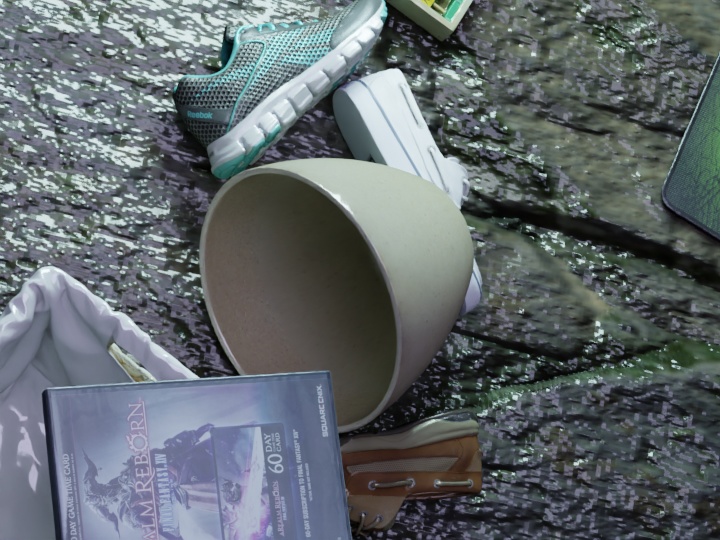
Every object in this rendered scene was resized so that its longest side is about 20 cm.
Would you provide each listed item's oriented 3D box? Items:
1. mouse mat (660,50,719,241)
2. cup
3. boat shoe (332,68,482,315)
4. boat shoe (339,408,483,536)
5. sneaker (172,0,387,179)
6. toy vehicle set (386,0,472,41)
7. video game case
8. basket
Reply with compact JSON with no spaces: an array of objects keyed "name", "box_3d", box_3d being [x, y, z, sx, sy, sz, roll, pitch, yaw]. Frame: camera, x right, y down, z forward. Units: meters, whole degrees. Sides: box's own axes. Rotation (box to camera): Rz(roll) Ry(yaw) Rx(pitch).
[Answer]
[{"name":"mouse mat","box_3d":[0.348,-0.100,1.926,0.160,0.008,0.201,30,67,-10]},{"name":"cup","box_3d":[0.000,0.000,1.684,0.143,0.200,0.201,-26,85,-43]},{"name":"boat shoe","box_3d":[0.052,-0.065,1.770,0.065,0.074,0.201,-26,87,-22]},{"name":"boat shoe","box_3d":[0.006,0.157,1.693,0.199,0.076,0.074,-13,83,-22]},{"name":"sneaker","box_3d":[-0.062,-0.162,1.757,0.091,0.078,0.200,47,64,1]},{"name":"toy vehicle set","box_3d":[0.067,-0.300,1.865,0.124,0.027,0.201,34,67,-9]},{"name":"video game case","box_3d":[-0.105,0.143,1.514,0.199,0.019,0.144,-2,77,-23]},{"name":"basket","box_3d":[-0.208,0.141,1.570,0.198,0.161,0.200,39,67,-7]}]
